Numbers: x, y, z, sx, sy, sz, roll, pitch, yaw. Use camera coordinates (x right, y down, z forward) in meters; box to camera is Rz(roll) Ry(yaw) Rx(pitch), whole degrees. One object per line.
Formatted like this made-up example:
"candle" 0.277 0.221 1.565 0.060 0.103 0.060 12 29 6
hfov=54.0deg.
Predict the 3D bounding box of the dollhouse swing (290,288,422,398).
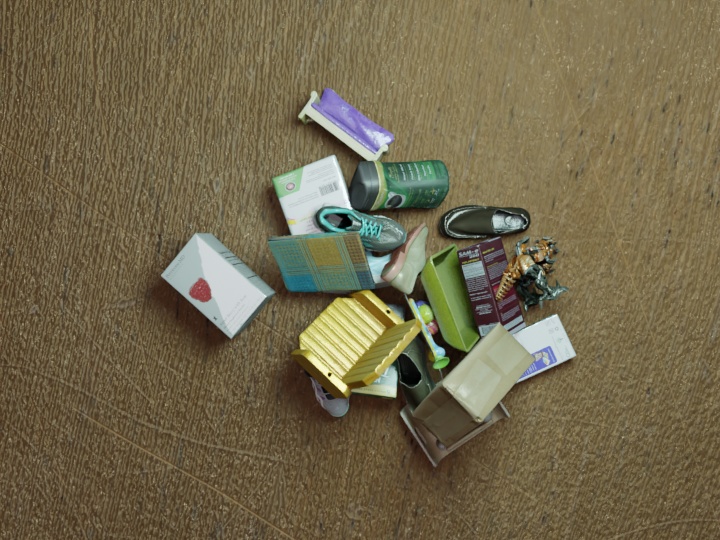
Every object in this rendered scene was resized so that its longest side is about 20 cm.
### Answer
"dollhouse swing" -0.007 0.126 1.389 0.182 0.176 0.200 42 66 8

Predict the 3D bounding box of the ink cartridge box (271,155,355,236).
"ink cartridge box" -0.085 -0.124 1.512 0.143 0.084 0.202 -20 92 3

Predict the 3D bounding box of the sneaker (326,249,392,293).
"sneaker" 0.000 0.000 1.528 0.198 0.074 0.083 -8 75 0

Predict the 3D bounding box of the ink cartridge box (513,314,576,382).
"ink cartridge box" 0.352 0.179 1.523 0.198 0.039 0.100 -24 86 1

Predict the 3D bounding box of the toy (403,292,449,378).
"toy" 0.138 0.109 1.448 0.047 0.116 0.201 -21 52 3

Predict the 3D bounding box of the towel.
"towel" -0.078 -0.016 1.444 0.198 0.022 0.148 -3 128 19

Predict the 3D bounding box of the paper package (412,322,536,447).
"paper package" 0.219 0.227 1.386 0.103 0.191 0.200 44 58 9

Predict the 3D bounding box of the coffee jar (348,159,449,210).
"coffee jar" 0.077 -0.177 1.461 0.198 0.104 0.086 -4 63 -20

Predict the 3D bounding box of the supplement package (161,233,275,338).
"supplement package" -0.301 0.030 1.511 0.200 0.120 0.121 41 95 1

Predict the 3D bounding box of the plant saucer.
"plant saucer" 0.188 0.057 1.464 0.048 0.199 0.202 -20 92 24

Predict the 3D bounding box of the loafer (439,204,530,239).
"loafer" 0.267 -0.108 1.503 0.198 0.071 0.074 -6 92 3

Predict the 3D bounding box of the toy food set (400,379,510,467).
"toy food set" 0.204 0.311 1.530 0.199 0.060 0.144 -34 91 3

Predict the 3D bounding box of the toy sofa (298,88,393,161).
"toy sofa" -0.027 -0.304 1.503 0.199 0.083 0.098 37 95 1

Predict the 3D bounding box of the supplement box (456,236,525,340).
"supplement box" 0.275 0.040 1.486 0.060 0.108 0.202 -14 92 39

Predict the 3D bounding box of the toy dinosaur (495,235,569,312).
"toy dinosaur" 0.351 0.007 1.483 0.199 0.102 0.136 -33 93 -8

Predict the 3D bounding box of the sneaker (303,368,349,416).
"sneaker" -0.082 0.227 1.498 0.077 0.140 0.202 -22 91 3

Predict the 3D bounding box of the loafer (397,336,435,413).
"loafer" 0.108 0.233 1.467 0.075 0.070 0.202 -9 108 30

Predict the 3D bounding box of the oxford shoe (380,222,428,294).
"oxford shoe" 0.106 -0.025 1.474 0.074 0.201 0.071 42 137 -10

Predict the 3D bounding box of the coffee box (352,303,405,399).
"coffee box" 0.029 0.169 1.512 0.121 0.044 0.202 8 75 2

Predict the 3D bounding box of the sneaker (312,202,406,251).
"sneaker" -0.003 -0.085 1.425 0.198 0.091 0.078 12 92 -2
